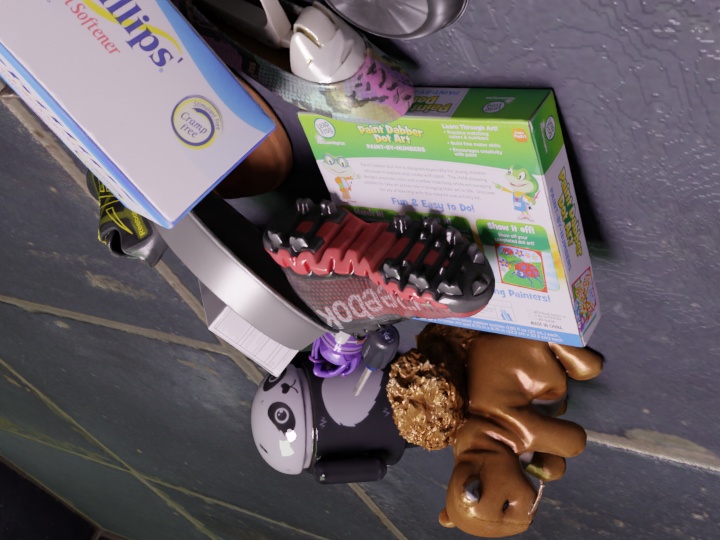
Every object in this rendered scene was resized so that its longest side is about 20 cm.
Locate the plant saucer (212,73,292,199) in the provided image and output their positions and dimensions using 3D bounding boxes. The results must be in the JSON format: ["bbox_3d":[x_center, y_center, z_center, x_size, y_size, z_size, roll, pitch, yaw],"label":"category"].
[{"bbox_3d":[-0.155,-0.125,0.958,0.198,0.038,0.201,23,154,11],"label":"plant saucer"}]

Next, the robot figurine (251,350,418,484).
[{"bbox_3d":[-0.021,0.157,1.206,0.198,0.126,0.150,-3,-176,-14],"label":"robot figurine"}]

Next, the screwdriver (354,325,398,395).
[{"bbox_3d":[0.011,0.091,0.994,0.029,0.028,0.200,40,159,13],"label":"screwdriver"}]

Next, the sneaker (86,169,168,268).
[{"bbox_3d":[-0.232,-0.059,1.068,0.074,0.085,0.199,36,171,-32],"label":"sneaker"}]

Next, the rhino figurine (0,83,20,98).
[{"bbox_3d":[-0.272,-0.186,0.913,0.199,0.089,0.060,8,-171,38],"label":"rhino figurine"}]

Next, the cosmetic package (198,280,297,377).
[{"bbox_3d":[-0.110,0.025,1.071,0.082,0.051,0.200,39,-174,-21],"label":"cosmetic package"}]

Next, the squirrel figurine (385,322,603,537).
[{"bbox_3d":[0.108,0.146,1.031,0.199,0.188,0.142,28,156,-2],"label":"squirrel figurine"}]

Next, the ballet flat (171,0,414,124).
[{"bbox_3d":[-0.055,-0.162,0.752,0.199,0.069,0.071,27,153,14],"label":"ballet flat"}]

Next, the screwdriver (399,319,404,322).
[{"bbox_3d":[0.090,0.024,0.926,0.199,0.028,0.029,-21,162,30],"label":"screwdriver"}]

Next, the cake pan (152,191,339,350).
[{"bbox_3d":[-0.100,-0.006,0.922,0.200,0.037,0.200,43,-175,-5],"label":"cake pan"}]

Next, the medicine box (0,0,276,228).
[{"bbox_3d":[-0.174,-0.135,0.759,0.182,0.103,0.200,48,171,-19],"label":"medicine box"}]

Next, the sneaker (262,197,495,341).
[{"bbox_3d":[0.018,0.009,0.829,0.199,0.071,0.099,13,136,35],"label":"sneaker"}]

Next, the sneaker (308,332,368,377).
[{"bbox_3d":[-0.028,0.070,1.124,0.080,0.084,0.200,23,172,2],"label":"sneaker"}]

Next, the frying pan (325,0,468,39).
[{"bbox_3d":[-0.008,-0.206,0.669,0.114,0.031,0.190,1,147,44],"label":"frying pan"}]

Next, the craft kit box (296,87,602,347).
[{"bbox_3d":[0.068,-0.042,0.826,0.198,0.049,0.199,9,136,36],"label":"craft kit box"}]
